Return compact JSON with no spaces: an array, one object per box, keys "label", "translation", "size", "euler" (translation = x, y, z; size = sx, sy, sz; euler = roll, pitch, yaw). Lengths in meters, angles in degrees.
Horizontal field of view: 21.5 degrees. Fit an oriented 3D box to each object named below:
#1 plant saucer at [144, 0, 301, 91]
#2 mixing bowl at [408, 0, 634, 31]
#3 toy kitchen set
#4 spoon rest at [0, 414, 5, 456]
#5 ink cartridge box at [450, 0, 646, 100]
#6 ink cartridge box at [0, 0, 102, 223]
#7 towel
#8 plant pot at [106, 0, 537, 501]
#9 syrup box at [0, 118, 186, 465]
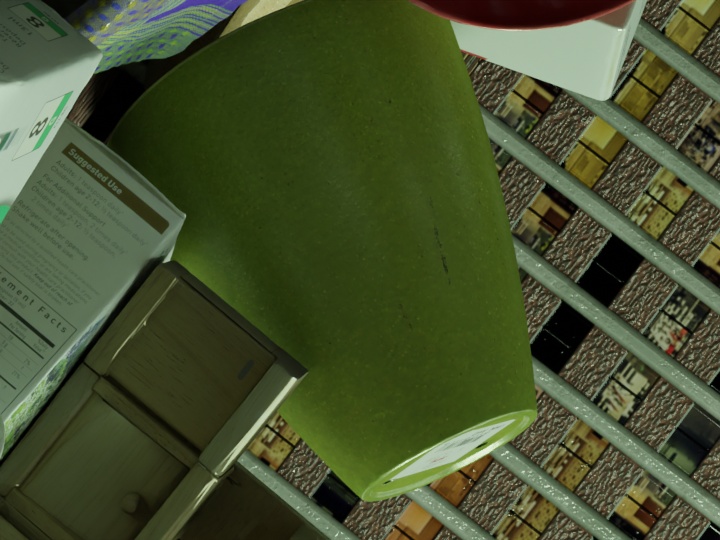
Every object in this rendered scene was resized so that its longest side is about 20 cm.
[{"label":"plant saucer","translation":[-0.053,-0.143,0.972],"size":[0.201,0.035,0.200],"euler":[-53,176,-5]},{"label":"mixing bowl","translation":[0.070,-0.221,0.844],"size":[0.201,0.199,0.109],"euler":[-54,-157,21]},{"label":"toy kitchen set","translation":[-0.090,0.128,0.774],"size":[0.200,0.163,0.180],"euler":[-51,178,5]},{"label":"spoon rest","translation":[-0.217,0.085,0.680],"size":[0.200,0.099,0.061],"euler":[-34,138,-38]},{"label":"ink cartridge box","translation":[0.096,-0.210,0.965],"size":[0.084,0.143,0.201],"euler":[90,21,-69]},{"label":"ink cartridge box","translation":[-0.174,-0.007,0.620],"size":[0.161,0.050,0.200],"euler":[-54,179,21]},{"label":"towel","translation":[-0.050,-0.117,0.732],"size":[0.199,0.023,0.144],"euler":[-29,-176,30]},{"label":"plant pot","translation":[0.000,0.000,0.906],"size":[0.186,0.201,0.187],"euler":[-23,164,-7]},{"label":"syrup box","translation":[-0.169,0.034,0.817],"size":[0.200,0.081,0.079],"euler":[-52,179,-28]}]
